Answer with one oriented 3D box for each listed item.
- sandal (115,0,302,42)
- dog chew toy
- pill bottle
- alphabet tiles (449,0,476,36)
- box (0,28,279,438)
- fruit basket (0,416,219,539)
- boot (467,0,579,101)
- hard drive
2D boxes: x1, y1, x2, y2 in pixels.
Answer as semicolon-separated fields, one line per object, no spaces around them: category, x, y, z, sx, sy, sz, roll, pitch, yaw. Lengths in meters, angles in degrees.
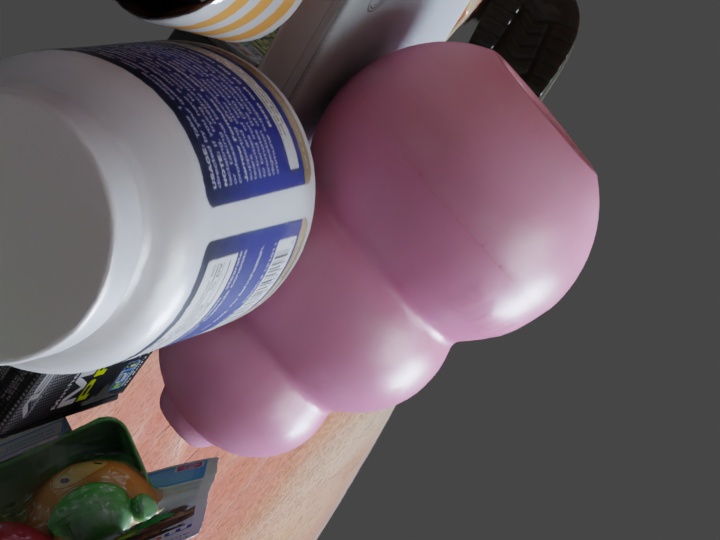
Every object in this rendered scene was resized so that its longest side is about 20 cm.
sandal;-0.039;-0.126;1.156;0.079;0.059;0.207;-54;170;15
dog chew toy;0.000;0.000;1.230;0.200;0.125;0.125;-40;172;6
pill bottle;-0.097;-0.024;1.097;0.116;0.116;0.200;-53;170;14
alphabet tiles;0.012;-0.099;1.399;0.167;0.006;0.200;-51;169;-22
box;-0.094;-0.022;1.339;0.200;0.044;0.160;-53;171;12
fruit basket;-0.153;0.125;1.329;0.184;0.094;0.200;-23;-179;3
boot;0.064;-0.077;1.816;0.200;0.077;0.138;-49;176;-3
hard drive;-0.013;-0.073;1.279;0.132;0.027;0.200;-32;159;-49
